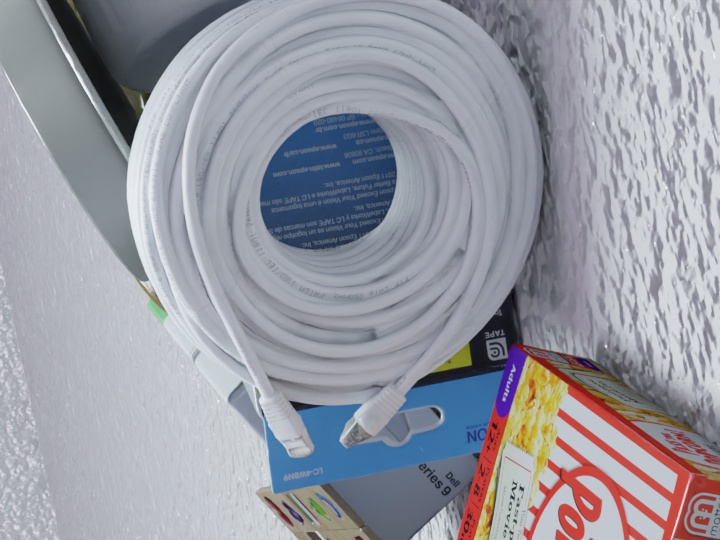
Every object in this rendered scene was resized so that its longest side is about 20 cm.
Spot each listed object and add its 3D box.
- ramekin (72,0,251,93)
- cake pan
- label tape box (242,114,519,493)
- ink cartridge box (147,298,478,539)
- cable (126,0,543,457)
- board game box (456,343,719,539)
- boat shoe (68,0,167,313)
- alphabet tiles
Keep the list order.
[{"bbox_3d":[-0.066,-0.174,1.225,0.200,0.200,0.098,131,118,-71],"label":"ramekin"},{"bbox_3d":[-0.140,-0.078,1.180,0.201,0.037,0.200,60,-179,-1],"label":"cake pan"},{"bbox_3d":[0.000,0.000,1.180,0.066,0.143,0.201,-159,60,-72],"label":"label tape box"},{"bbox_3d":[-0.031,0.065,1.336,0.146,0.084,0.200,48,177,-22],"label":"ink cartridge box"},{"bbox_3d":[-0.010,-0.038,1.089,0.200,0.200,0.069,52,176,-22],"label":"cable"},{"bbox_3d":[0.101,0.131,0.994,0.200,0.046,0.152,-145,68,-68],"label":"board game box"},{"bbox_3d":[-0.114,-0.071,1.315,0.066,0.072,0.202,-5,-109,-63],"label":"boat shoe"},{"bbox_3d":[0.026,0.191,1.269,0.200,0.008,0.167,47,165,-4],"label":"alphabet tiles"}]
